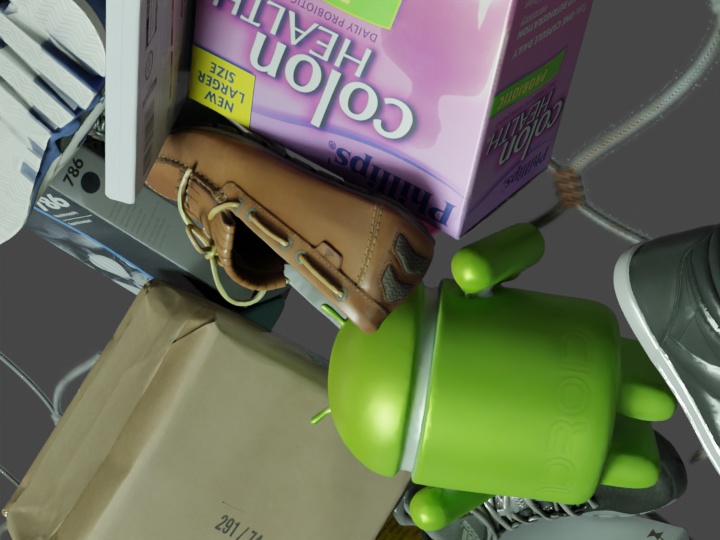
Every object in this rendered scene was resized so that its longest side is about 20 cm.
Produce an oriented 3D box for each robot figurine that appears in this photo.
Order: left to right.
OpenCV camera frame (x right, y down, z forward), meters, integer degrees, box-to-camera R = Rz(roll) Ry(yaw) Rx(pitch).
[{"bbox_3d":[0.072,0.067,0.836,0.199,0.116,0.176,8,113,1],"label":"robot figurine"}]

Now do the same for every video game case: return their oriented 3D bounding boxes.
[{"bbox_3d":[-0.090,-0.152,0.772,0.018,0.201,0.144,16,138,4],"label":"video game case"}]

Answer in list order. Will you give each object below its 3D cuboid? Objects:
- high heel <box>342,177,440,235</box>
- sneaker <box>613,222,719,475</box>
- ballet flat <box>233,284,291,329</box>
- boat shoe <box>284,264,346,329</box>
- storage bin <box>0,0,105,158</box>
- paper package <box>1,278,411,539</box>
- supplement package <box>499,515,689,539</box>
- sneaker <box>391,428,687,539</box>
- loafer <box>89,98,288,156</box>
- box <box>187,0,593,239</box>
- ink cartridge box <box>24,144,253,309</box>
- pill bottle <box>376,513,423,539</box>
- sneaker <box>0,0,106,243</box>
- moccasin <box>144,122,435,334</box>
[{"bbox_3d":[-0.022,-0.086,0.844,0.199,0.096,0.068,27,139,25],"label":"high heel"},{"bbox_3d":[0.219,0.057,0.756,0.200,0.071,0.099,54,148,-2],"label":"sneaker"},{"bbox_3d":[-0.080,0.003,1.020,0.071,0.069,0.200,58,142,16],"label":"ballet flat"},{"bbox_3d":[0.000,0.000,0.903,0.071,0.070,0.200,40,178,33],"label":"boat shoe"},{"bbox_3d":[-0.209,-0.153,0.972,0.135,0.094,0.201,28,139,24],"label":"storage bin"},{"bbox_3d":[-0.087,0.129,0.936,0.200,0.191,0.103,31,-179,-37],"label":"paper package"},{"bbox_3d":[0.134,0.274,0.972,0.150,0.152,0.201,8,129,41],"label":"supplement package"},{"bbox_3d":[0.100,0.149,0.923,0.199,0.115,0.075,-6,119,48],"label":"sneaker"},{"bbox_3d":[-0.122,-0.099,0.884,0.199,0.072,0.063,22,-170,-34],"label":"loafer"},{"bbox_3d":[0.018,-0.150,0.723,0.175,0.097,0.201,29,132,22],"label":"box"},{"bbox_3d":[-0.164,-0.035,0.924,0.200,0.039,0.099,35,157,-29],"label":"ink cartridge box"},{"bbox_3d":[-0.019,0.190,1.082,0.200,0.111,0.111,38,142,13],"label":"pill bottle"},{"bbox_3d":[-0.163,-0.098,0.801,0.081,0.115,0.199,45,131,-4],"label":"sneaker"},{"bbox_3d":[-0.050,-0.021,0.771,0.201,0.078,0.074,27,172,36],"label":"moccasin"}]
